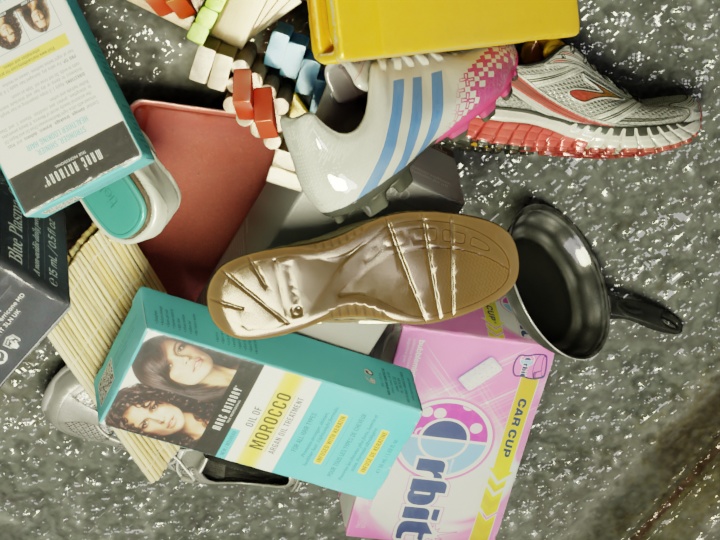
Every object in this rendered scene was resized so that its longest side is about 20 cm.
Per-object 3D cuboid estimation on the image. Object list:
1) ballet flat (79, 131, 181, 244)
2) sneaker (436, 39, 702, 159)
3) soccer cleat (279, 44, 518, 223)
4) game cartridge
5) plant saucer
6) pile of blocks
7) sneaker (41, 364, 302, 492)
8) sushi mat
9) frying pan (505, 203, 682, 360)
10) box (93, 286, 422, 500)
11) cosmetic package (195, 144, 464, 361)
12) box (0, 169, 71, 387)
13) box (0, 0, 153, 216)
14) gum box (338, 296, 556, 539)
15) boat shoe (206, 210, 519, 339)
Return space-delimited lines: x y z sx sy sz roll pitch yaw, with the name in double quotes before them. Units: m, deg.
"ballet flat" -0.183 -0.105 1.576 0.069 0.069 0.200 -36 84 14
"sneaker" 0.144 -0.117 1.630 0.200 0.078 0.082 3 89 -29
"soccer cleat" 0.027 -0.111 1.500 0.070 0.200 0.086 -11 115 46
"game cartridge" 0.047 -0.221 1.485 0.200 0.032 0.176 -10 96 -40
"plant saucer" -0.079 -0.027 1.680 0.199 0.037 0.200 7 121 -13
"pile of blocks" -0.065 -0.130 1.492 0.082 0.062 0.200 -36 104 16
"sneaker" -0.126 0.109 1.733 0.200 0.082 0.075 10 121 -15
"sushi mat" -0.153 0.052 1.634 0.096 0.012 0.200 -56 142 -24
"frying pan" 0.155 0.006 1.729 0.031 0.190 0.115 -24 82 35
"box" -0.066 0.082 1.599 0.200 0.049 0.082 17 119 -21
"cosmetic package" -0.025 -0.008 1.629 0.107 0.090 0.200 22 120 -17
"box" -0.295 -0.039 1.540 0.200 0.197 0.117 33 112 -26
"box" -0.209 -0.139 1.506 0.082 0.049 0.200 -26 87 5
"gum box" 0.058 0.110 1.772 0.113 0.066 0.200 7 122 -12
"boat shoe" 0.000 0.000 1.561 0.200 0.063 0.073 -6 95 -5
